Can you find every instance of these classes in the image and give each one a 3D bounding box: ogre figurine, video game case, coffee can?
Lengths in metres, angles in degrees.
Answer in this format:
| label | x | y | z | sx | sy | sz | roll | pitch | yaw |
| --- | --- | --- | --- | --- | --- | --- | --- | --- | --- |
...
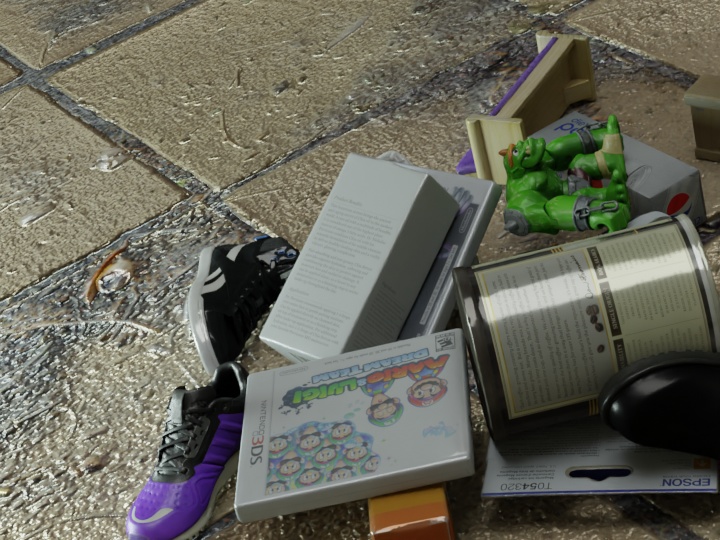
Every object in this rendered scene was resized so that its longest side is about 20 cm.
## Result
| label | x | y | z | sx | sy | sz | roll | pitch | yaw |
| --- | --- | --- | --- | --- | --- | --- | --- | --- | --- |
| ogre figurine | 0.194 | -0.081 | 1.723 | 0.119 | 0.098 | 0.201 | -11 | 46 | 11 |
| video game case | 0.024 | -0.009 | 1.752 | 0.181 | 0.023 | 0.201 | 14 | 74 | 38 |
| coffee can | 0.188 | 0.047 | 1.500 | 0.198 | 0.147 | 0.147 | -13 | 32 | 1 |
| video game case | -0.005 | 0.127 | 1.530 | 0.198 | 0.024 | 0.183 | -13 | 32 | 9 |

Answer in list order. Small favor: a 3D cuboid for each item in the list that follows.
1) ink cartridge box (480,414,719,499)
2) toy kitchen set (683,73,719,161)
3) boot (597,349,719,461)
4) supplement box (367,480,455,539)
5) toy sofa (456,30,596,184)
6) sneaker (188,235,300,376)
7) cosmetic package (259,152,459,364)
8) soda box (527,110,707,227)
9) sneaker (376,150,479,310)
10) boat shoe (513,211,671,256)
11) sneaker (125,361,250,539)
| label | x | y | z | sx | sy | sz | roll | pitch | yaw |
| --- | --- | --- | --- | --- | --- | --- | --- | --- | --- |
| ink cartridge box | 0.210 | 0.134 | 1.533 | 0.195 | 0.044 | 0.201 | -3 | 37 | 16 |
| toy kitchen set | 0.382 | -0.141 | 1.766 | 0.199 | 0.164 | 0.180 | 14 | 42 | 37 |
| boot | 0.298 | 0.140 | 1.398 | 0.209 | 0.080 | 0.158 | 1 | 39 | -10 |
| supplement box | 0.040 | 0.173 | 1.523 | 0.066 | 0.069 | 0.201 | -11 | 34 | 5 |
| toy sofa | 0.176 | -0.179 | 1.983 | 0.097 | 0.083 | 0.200 | 8 | 39 | 30 |
| sneaker | -0.106 | 0.022 | 1.797 | 0.111 | 0.073 | 0.200 | -15 | 31 | 7 |
| cosmetic package | 0.000 | 0.000 | 1.702 | 0.101 | 0.071 | 0.201 | 18 | 77 | 38 |
| soda box | 0.257 | -0.093 | 1.837 | 0.068 | 0.064 | 0.200 | -29 | 35 | -20 |
| sneaker | 0.083 | -0.036 | 1.812 | 0.078 | 0.099 | 0.201 | -44 | 51 | 22 |
| boat shoe | 0.204 | -0.005 | 1.716 | 0.200 | 0.071 | 0.091 | -35 | 42 | -25 |
| sneaker | -0.152 | 0.153 | 1.595 | 0.069 | 0.100 | 0.200 | 5 | 37 | 31 |
